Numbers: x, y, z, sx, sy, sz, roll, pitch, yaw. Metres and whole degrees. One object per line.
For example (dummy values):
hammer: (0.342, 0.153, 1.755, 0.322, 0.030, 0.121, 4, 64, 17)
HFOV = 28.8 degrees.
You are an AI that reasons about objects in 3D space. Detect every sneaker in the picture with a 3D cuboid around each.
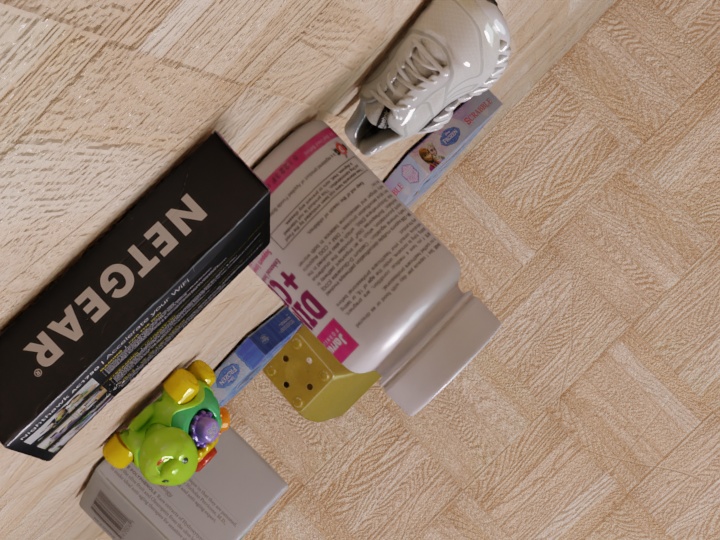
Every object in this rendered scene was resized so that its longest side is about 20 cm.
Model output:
sneaker: (0.047, -0.143, 1.039, 0.081, 0.075, 0.200, -33, 172, -28)

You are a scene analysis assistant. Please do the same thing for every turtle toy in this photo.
turtle toy: (-0.219, 0.194, 1.643, 0.146, 0.101, 0.200, -46, 177, 9)

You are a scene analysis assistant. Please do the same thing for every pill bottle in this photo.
pill bottle: (0.000, 0.000, 1.010, 0.113, 0.200, 0.113, -44, 177, -3)

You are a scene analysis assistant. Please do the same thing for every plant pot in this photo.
plant pot: (-0.081, 0.181, 2.757, 0.194, 0.196, 0.200, -46, 171, 24)

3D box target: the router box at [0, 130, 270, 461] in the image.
router box: (-0.136, 0.021, 0.817, 0.200, 0.051, 0.149, -45, 176, -10)

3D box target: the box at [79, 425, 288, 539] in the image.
box: (-0.238, 0.297, 1.861, 0.171, 0.200, 0.199, -45, 177, -28)

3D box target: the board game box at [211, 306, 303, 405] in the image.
board game box: (-0.183, 0.149, 2.167, 0.199, 0.043, 0.200, -45, 178, 24)

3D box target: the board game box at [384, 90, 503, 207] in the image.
board game box: (0.087, -0.142, 1.936, 0.200, 0.041, 0.200, -44, 177, -40)
